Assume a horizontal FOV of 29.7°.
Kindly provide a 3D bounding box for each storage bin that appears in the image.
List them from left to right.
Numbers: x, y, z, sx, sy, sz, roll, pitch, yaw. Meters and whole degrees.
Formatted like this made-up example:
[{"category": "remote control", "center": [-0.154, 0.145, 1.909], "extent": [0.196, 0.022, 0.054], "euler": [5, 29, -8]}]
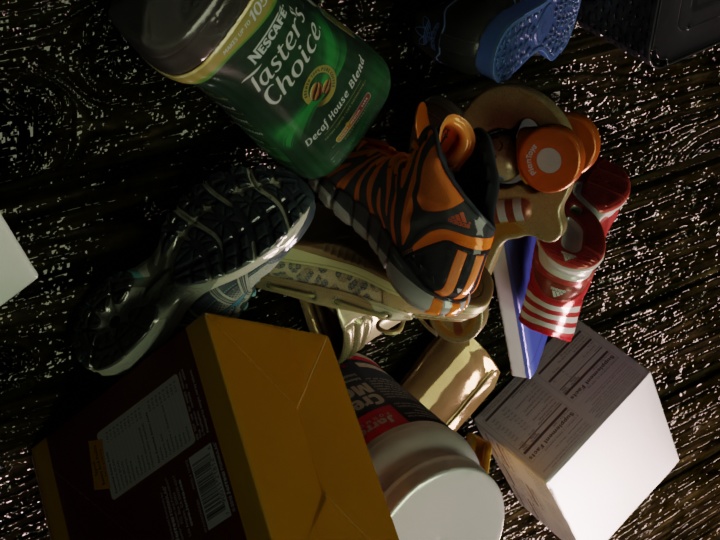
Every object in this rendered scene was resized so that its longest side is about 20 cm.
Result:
[{"category": "storage bin", "center": [0.282, -0.269, 1.138], "extent": [0.198, 0.094, 0.137], "euler": [-24, 134, -31]}]

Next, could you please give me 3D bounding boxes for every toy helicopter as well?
[{"category": "toy helicopter", "center": [0.087, -0.042, 1.008], "extent": [0.079, 0.131, 0.203], "euler": [-36, 146, -65]}]

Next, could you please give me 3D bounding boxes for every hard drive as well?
[{"category": "hard drive", "center": [0.150, -0.019, 1.206], "extent": [0.201, 0.025, 0.133], "euler": [74, 32, -47]}]

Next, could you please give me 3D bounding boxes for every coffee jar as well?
[{"category": "coffee jar", "center": [-0.068, -0.145, 0.877], "extent": [0.105, 0.085, 0.199], "euler": [-54, 142, 2]}]

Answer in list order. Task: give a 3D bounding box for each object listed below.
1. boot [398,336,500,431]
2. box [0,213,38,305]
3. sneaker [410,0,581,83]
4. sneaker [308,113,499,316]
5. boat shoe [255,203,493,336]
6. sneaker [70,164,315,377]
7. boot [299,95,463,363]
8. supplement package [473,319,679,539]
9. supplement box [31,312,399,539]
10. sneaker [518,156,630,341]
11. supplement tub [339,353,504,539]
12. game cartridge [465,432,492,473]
[{"category": "boot", "center": [0.061, 0.167, 1.276], "extent": [0.200, 0.066, 0.175], "euler": [-49, 144, -8]}, {"category": "box", "center": [-0.300, 0.002, 0.742], "extent": [0.199, 0.097, 0.125], "euler": [-39, 141, -18]}, {"category": "sneaker", "center": [0.109, -0.197, 1.043], "extent": [0.200, 0.077, 0.071], "euler": [-32, 141, -57]}, {"category": "sneaker", "center": [0.035, -0.071, 0.941], "extent": [0.077, 0.200, 0.113], "euler": [-5, 132, -40]}, {"category": "boat shoe", "center": [0.000, 0.000, 0.998], "extent": [0.074, 0.197, 0.063], "euler": [-60, 165, -49]}, {"category": "sneaker", "center": [-0.109, 0.003, 0.957], "extent": [0.199, 0.078, 0.086], "euler": [-37, 152, 10]}, {"category": "boot", "center": [0.022, -0.028, 1.079], "extent": [0.154, 0.073, 0.202], "euler": [-26, 138, -28]}, {"category": "supplement package", "center": [0.231, 0.179, 1.423], "extent": [0.156, 0.111, 0.201], "euler": [-44, 142, -10]}, {"category": "supplement box", "center": [-0.102, 0.172, 0.947], "extent": [0.199, 0.199, 0.132], "euler": [-36, 151, 29]}, {"category": "sneaker", "center": [0.172, -0.017, 1.165], "extent": [0.200, 0.077, 0.117], "euler": [-53, 163, -54]}, {"category": "supplement tub", "center": [0.010, 0.165, 1.093], "extent": [0.139, 0.200, 0.142], "euler": [-14, 119, -27]}, {"category": "game cartridge", "center": [0.068, 0.273, 1.314], "extent": [0.176, 0.032, 0.202], "euler": [-53, 168, -76]}]
